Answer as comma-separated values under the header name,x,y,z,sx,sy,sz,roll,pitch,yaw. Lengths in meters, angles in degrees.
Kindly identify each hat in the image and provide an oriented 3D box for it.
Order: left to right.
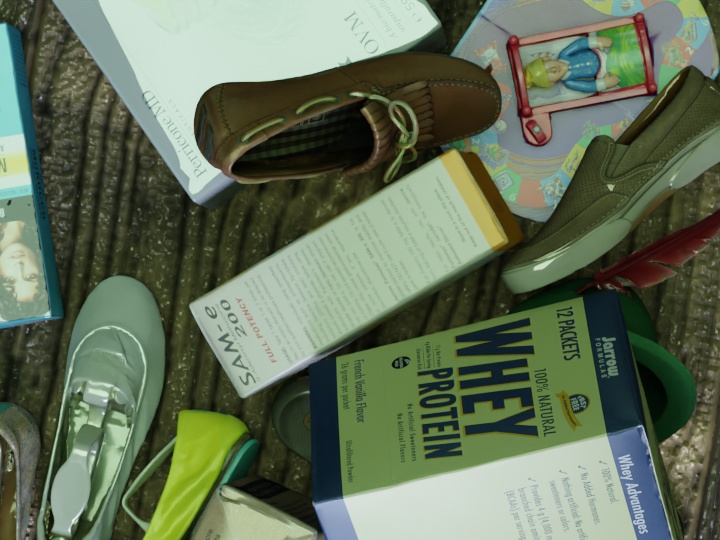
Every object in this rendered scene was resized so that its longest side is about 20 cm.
name,x,y,z,sx,sy,sz,roll,pitch,yaw
hat,0.150,0.012,1.712,0.199,0.166,0.177,16,56,-13

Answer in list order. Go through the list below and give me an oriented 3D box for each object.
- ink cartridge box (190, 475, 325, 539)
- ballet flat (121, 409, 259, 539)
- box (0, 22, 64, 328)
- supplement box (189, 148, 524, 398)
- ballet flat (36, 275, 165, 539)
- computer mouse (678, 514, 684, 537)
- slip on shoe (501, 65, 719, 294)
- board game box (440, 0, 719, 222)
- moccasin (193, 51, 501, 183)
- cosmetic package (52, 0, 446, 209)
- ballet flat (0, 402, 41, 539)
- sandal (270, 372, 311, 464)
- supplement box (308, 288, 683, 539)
name,x,y,z,sx,sy,sz,roll,pitch,yaw
ink cartridge box,-0.090,0.236,1.662,0.075,0.165,0.200,25,90,5
ballet flat,-0.137,0.183,1.718,0.067,0.067,0.200,25,83,10
box,-0.257,-0.060,1.734,0.082,0.049,0.201,-9,88,3
supplement box,0.000,0.000,1.672,0.200,0.126,0.074,-31,87,8
ballet flat,-0.175,0.103,1.719,0.069,0.069,0.201,13,89,3
computer mouse,0.155,0.246,1.708,0.200,0.046,0.140,-43,86,1
slip on shoe,0.163,-0.059,1.672,0.200,0.076,0.061,-36,99,-13
board game box,0.143,-0.129,1.719,0.158,0.039,0.200,34,91,3
moccasin,-0.001,-0.090,1.597,0.201,0.078,0.074,-5,131,-28
cosmetic package,-0.081,-0.178,1.692,0.200,0.123,0.200,-36,87,3
ballet flat,-0.255,0.188,1.720,0.068,0.067,0.201,3,89,9
sandal,0.029,0.134,1.700,0.200,0.055,0.082,30,112,-1
supplement box,0.090,0.148,1.590,0.199,0.134,0.200,-14,126,7
